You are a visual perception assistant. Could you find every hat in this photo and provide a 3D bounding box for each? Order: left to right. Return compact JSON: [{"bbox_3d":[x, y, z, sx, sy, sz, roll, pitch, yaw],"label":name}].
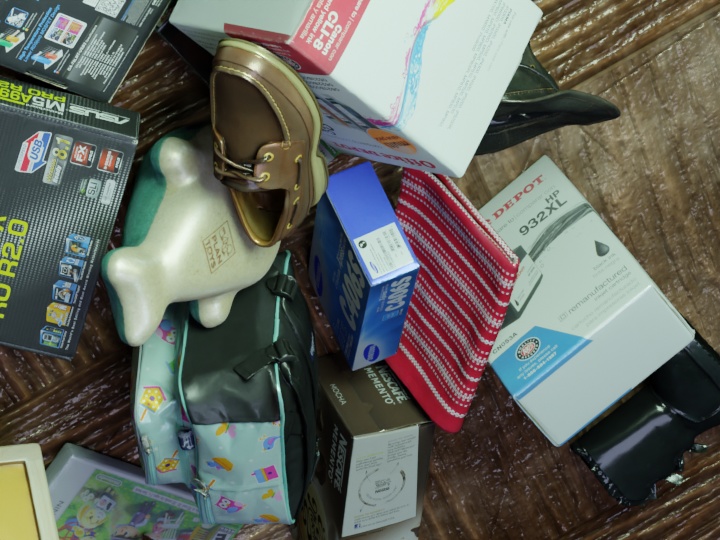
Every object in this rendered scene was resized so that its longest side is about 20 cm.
[{"bbox_3d":[0.102,-0.146,1.651,0.199,0.081,0.201,-9,173,-1],"label":"hat"}]

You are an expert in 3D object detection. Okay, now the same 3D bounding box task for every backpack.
[{"bbox_3d":[-0.105,0.106,1.682,0.152,0.176,0.201,-9,136,5],"label":"backpack"}]

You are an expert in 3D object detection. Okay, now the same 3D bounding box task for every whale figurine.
[{"bbox_3d":[-0.140,-0.028,1.570,0.200,0.103,0.160,-48,136,-43],"label":"whale figurine"}]

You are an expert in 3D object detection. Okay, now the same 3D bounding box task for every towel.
[{"bbox_3d":[0.059,0.020,1.702,0.022,0.145,0.201,-18,143,-32],"label":"towel"}]

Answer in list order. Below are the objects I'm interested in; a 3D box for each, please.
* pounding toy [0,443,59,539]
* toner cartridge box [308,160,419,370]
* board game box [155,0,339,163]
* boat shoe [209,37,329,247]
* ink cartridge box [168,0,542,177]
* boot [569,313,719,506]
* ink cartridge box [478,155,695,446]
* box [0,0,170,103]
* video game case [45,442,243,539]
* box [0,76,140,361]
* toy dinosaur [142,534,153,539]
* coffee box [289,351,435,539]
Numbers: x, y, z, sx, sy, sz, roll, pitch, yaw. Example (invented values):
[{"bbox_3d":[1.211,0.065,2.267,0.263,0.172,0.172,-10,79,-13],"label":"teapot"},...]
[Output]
[{"bbox_3d":[-0.333,0.206,1.646,0.183,0.201,0.142,-4,155,-25],"label":"pounding toy"},{"bbox_3d":[0.000,0.000,1.650,0.043,0.095,0.200,-20,161,-12],"label":"toner cartridge box"},{"bbox_3d":[-0.062,-0.157,1.604,0.105,0.023,0.200,-41,132,2],"label":"board game box"},{"bbox_3d":[-0.068,-0.085,1.481,0.068,0.072,0.200,-62,160,-24],"label":"boat shoe"},{"bbox_3d":[0.000,-0.180,1.506,0.200,0.145,0.145,34,78,-41],"label":"ink cartridge box"},{"bbox_3d":[0.265,0.125,1.962,0.162,0.073,0.198,-39,133,9],"label":"boot"},{"bbox_3d":[0.157,0.021,1.735,0.145,0.200,0.084,-40,131,6],"label":"ink cartridge box"},{"bbox_3d":[-0.212,-0.232,1.451,0.198,0.050,0.200,19,115,-36],"label":"box"},{"bbox_3d":[-0.223,0.248,1.832,0.200,0.022,0.182,24,111,-39],"label":"video game case"},{"bbox_3d":[-0.261,-0.041,1.540,0.159,0.044,0.201,14,120,-12],"label":"box"},{"bbox_3d":[-0.252,0.347,1.825,0.199,0.105,0.182,-24,154,-25],"label":"toy dinosaur"},{"bbox_3d":[-0.001,0.179,1.833,0.079,0.113,0.201,-9,129,-21],"label":"coffee box"}]
